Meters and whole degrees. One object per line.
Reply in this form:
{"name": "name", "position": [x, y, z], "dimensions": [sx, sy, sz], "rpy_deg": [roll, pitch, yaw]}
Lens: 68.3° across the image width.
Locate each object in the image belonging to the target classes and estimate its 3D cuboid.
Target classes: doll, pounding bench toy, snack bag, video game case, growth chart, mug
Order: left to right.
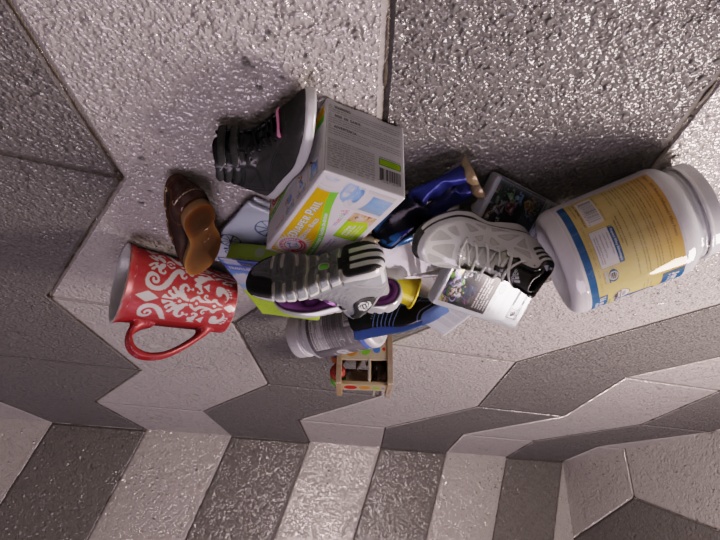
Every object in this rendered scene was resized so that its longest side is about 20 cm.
{"name": "mug", "position": [-0.336, 0.062, 0.950], "dimensions": [0.196, 0.183, 0.132], "rpy_deg": [14, -179, -34]}
{"name": "snack bag", "position": [-0.149, -0.042, 0.895], "dimensions": [0.185, 0.022, 0.198], "rpy_deg": [21, 146, -32]}
{"name": "pounding bench toy", "position": [0.000, 0.250, 1.337], "dimensions": [0.151, 0.128, 0.201], "rpy_deg": [1, 153, 0]}
{"name": "doll", "position": [0.068, -0.078, 0.718], "dimensions": [0.197, 0.049, 0.136], "rpy_deg": [-31, 151, 14]}
{"name": "growth chart", "position": [0.088, -0.048, 0.795], "dimensions": [0.193, 0.018, 0.149], "rpy_deg": [1, 113, 5]}
{"name": "video game case", "position": [0.213, -0.021, 0.790], "dimensions": [0.178, 0.023, 0.204], "rpy_deg": [17, 109, -30]}

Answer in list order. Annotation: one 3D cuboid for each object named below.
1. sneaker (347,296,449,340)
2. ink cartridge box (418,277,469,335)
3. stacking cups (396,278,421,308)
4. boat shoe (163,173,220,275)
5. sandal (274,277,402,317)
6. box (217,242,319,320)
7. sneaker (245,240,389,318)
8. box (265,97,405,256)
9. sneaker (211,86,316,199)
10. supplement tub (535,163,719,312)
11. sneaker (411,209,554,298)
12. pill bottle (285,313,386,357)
{"name": "sneaker", "position": [0.057, 0.066, 0.932], "dimensions": [0.196, 0.080, 0.070], "rpy_deg": [-17, -177, 30]}
{"name": "ink cartridge box", "position": [0.131, 0.021, 0.921], "dimensions": [0.160, 0.051, 0.201], "rpy_deg": [32, 144, -4]}
{"name": "stacking cups", "position": [0.000, 0.000, 0.864], "dimensions": [0.195, 0.062, 0.061], "rpy_deg": [21, 151, -5]}
{"name": "boat shoe", "position": [-0.257, -0.068, 0.806], "dimensions": [0.070, 0.070, 0.201], "rpy_deg": [-37, 165, -30]}
{"name": "sandal", "position": [-0.035, 0.023, 0.797], "dimensions": [0.196, 0.084, 0.051], "rpy_deg": [-2, 139, 4]}
{"name": "box", "position": [-0.146, 0.018, 0.904], "dimensions": [0.118, 0.049, 0.201], "rpy_deg": [5, 151, 17]}
{"name": "sneaker", "position": [-0.052, 0.032, 0.725], "dimensions": [0.194, 0.077, 0.117], "rpy_deg": [-8, 140, 13]}
{"name": "box", "position": [-0.039, -0.101, 0.686], "dimensions": [0.110, 0.104, 0.200], "rpy_deg": [13, 150, -24]}
{"name": "sneaker", "position": [-0.120, -0.150, 0.625], "dimensions": [0.096, 0.073, 0.199], "rpy_deg": [8, 157, -25]}
{"name": "supplement tub", "position": [0.351, -0.044, 0.709], "dimensions": [0.195, 0.148, 0.145], "rpy_deg": [-22, 149, 11]}
{"name": "sneaker", "position": [0.170, -0.021, 0.687], "dimensions": [0.195, 0.116, 0.078], "rpy_deg": [1, 117, -23]}
{"name": "pill bottle", "position": [-0.051, 0.116, 1.093], "dimensions": [0.195, 0.117, 0.113], "rpy_deg": [-15, 149, 29]}
